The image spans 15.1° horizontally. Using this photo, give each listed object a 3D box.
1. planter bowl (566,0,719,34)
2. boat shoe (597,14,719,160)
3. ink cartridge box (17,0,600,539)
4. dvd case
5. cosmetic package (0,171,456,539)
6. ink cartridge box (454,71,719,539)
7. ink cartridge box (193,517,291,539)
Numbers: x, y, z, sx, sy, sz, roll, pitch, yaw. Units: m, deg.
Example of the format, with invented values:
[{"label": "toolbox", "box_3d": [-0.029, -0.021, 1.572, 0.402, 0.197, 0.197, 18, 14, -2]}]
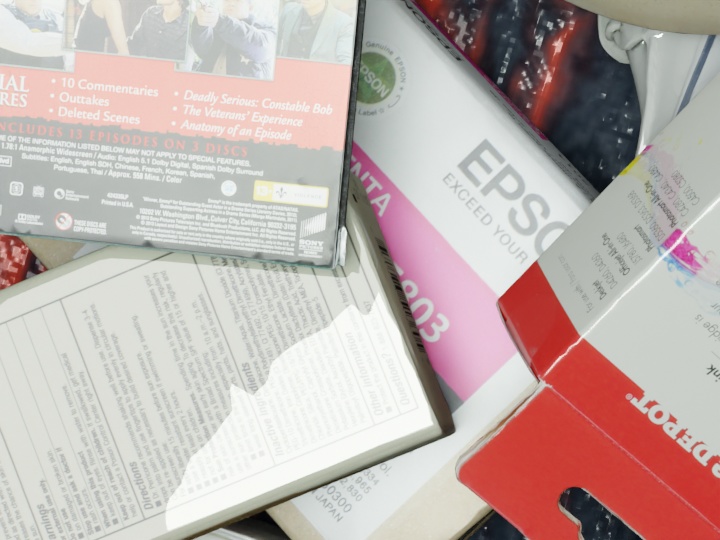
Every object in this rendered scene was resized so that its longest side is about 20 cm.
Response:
[{"label": "planter bowl", "box_3d": [0.120, -0.198, 0.905, 0.200, 0.135, 0.201, -5, 55, 8]}, {"label": "boat shoe", "box_3d": [0.116, -0.094, 0.969, 0.065, 0.074, 0.200, 13, 67, 12]}, {"label": "ink cartridge box", "box_3d": [0.000, 0.000, 0.996, 0.165, 0.075, 0.200, -45, 83, 7]}, {"label": "dvd case", "box_3d": [-0.067, -0.107, 0.871, 0.146, 0.022, 0.201, 5, 98, 4]}, {"label": "cosmetic package", "box_3d": [-0.078, 0.046, 0.928, 0.199, 0.071, 0.105, -21, 84, 5]}, {"label": "ink cartridge box", "box_3d": [0.129, 0.014, 0.891, 0.116, 0.067, 0.200, 40, 101, -24]}, {"label": "ink cartridge box", "box_3d": [-0.113, 0.175, 1.006, 0.146, 0.086, 0.201, 18, 90, 9]}]
